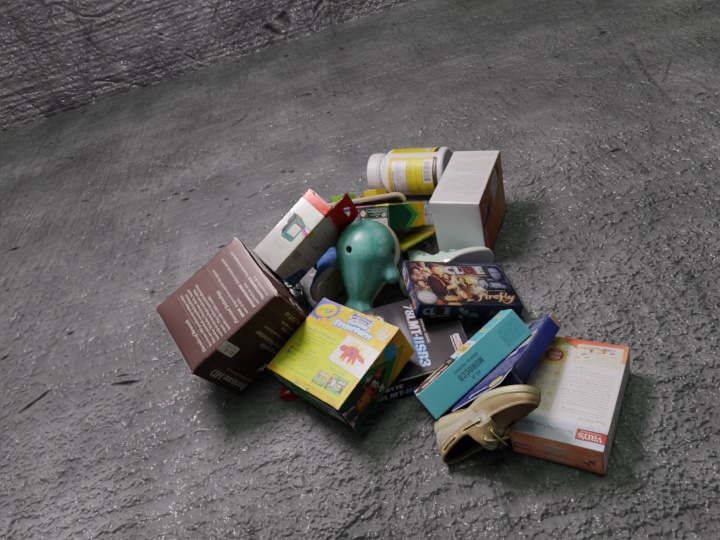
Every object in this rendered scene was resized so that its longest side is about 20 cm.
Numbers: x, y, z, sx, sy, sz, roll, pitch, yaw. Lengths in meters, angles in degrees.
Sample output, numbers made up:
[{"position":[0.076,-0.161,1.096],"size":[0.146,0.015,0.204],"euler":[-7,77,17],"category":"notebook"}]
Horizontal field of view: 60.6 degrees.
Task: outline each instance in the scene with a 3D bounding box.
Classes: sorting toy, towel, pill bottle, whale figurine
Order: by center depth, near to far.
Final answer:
[{"position":[0.000,0.000,1.207],"size":[0.158,0.202,0.103],"euler":[14,4,35],"category":"whale figurine"},{"position":[0.103,-0.069,1.317],"size":[0.085,0.018,0.199],"euler":[-8,13,36],"category":"towel"},{"position":[-0.004,-0.162,1.431],"size":[0.197,0.037,0.185],"euler":[-5,2,-4],"category":"sorting toy"},{"position":[0.124,-0.244,1.525],"size":[0.198,0.115,0.115],"euler":[3,41,25],"category":"pill bottle"}]

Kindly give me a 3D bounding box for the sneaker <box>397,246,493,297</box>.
[{"position":[0.164,-0.024,1.261],"size":[0.198,0.074,0.119],"euler":[-18,33,-2],"category":"sneaker"}]

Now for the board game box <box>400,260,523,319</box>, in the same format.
[{"position":[0.185,0.036,1.147],"size":[0.197,0.035,0.136],"euler":[2,35,-12],"category":"board game box"}]

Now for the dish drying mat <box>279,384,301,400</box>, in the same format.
[{"position":[-0.105,0.163,1.179],"size":[0.076,0.018,0.201],"euler":[-11,37,11],"category":"dish drying mat"}]

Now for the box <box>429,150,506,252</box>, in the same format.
[{"position":[0.234,-0.138,1.311],"size":[0.105,0.153,0.201],"euler":[4,42,25],"category":"box"}]

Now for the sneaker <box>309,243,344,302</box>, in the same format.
[{"position":[-0.080,-0.006,1.331],"size":[0.110,0.077,0.200],"euler":[13,42,26],"category":"sneaker"}]

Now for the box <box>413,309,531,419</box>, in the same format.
[{"position":[0.174,0.146,0.978],"size":[0.200,0.049,0.082],"euler":[-41,-5,-3],"category":"box"}]

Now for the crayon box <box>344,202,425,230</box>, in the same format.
[{"position":[0.017,-0.111,1.359],"size":[0.198,0.059,0.172],"euler":[-3,4,32],"category":"crayon box"}]

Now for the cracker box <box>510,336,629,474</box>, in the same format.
[{"position":[0.319,0.194,0.931],"size":[0.133,0.058,0.200],"euler":[7,42,32],"category":"cracker box"}]

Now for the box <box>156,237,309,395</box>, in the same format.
[{"position":[-0.224,0.087,1.129],"size":[0.200,0.166,0.164],"euler":[-42,58,-1],"category":"box"}]

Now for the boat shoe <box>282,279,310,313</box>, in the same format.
[{"position":[-0.157,0.040,1.317],"size":[0.072,0.062,0.201],"euler":[-21,34,-3],"category":"boat shoe"}]

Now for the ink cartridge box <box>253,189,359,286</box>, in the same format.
[{"position":[-0.100,-0.075,1.195],"size":[0.067,0.116,0.200],"euler":[41,86,20],"category":"ink cartridge box"}]

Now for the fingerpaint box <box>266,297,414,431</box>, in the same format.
[{"position":[-0.035,0.153,1.051],"size":[0.199,0.074,0.167],"euler":[17,60,45],"category":"fingerpaint box"}]

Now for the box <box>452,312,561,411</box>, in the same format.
[{"position":[0.227,0.150,0.953],"size":[0.032,0.121,0.200],"euler":[49,46,5],"category":"box"}]

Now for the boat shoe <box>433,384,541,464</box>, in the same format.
[{"position":[0.183,0.224,0.882],"size":[0.073,0.200,0.067],"euler":[18,50,-25],"category":"boat shoe"}]

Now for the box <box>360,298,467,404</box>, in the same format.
[{"position":[0.090,0.133,1.113],"size":[0.196,0.050,0.201],"euler":[-16,37,4],"category":"box"}]
